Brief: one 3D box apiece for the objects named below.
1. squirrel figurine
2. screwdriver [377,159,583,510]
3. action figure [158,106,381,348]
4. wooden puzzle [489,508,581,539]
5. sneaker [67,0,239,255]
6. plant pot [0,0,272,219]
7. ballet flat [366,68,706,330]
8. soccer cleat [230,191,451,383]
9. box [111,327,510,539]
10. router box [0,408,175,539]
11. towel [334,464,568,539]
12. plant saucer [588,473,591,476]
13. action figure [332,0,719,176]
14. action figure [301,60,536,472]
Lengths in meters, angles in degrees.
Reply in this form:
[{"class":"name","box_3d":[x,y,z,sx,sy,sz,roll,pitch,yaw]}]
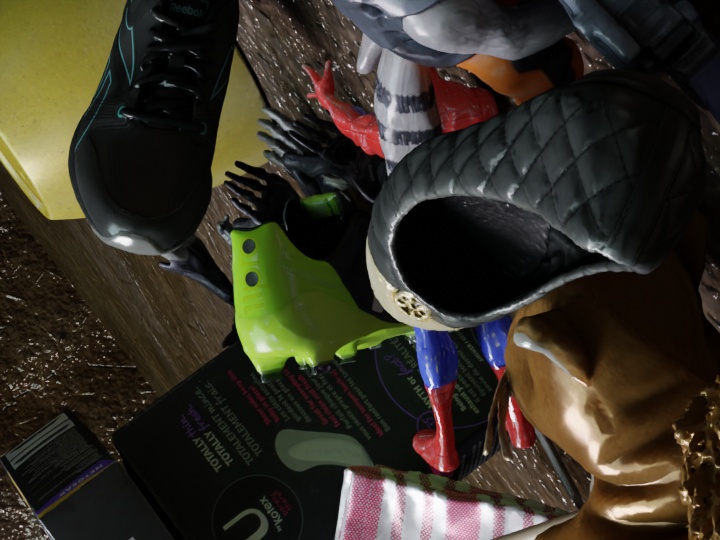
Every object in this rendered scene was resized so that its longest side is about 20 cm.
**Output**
[{"class":"squirrel figurine","box_3d":[0.133,0.072,0.706,0.200,0.141,0.188,-13,103,63]},{"class":"screwdriver","box_3d":[0.063,0.026,0.974,0.201,0.029,0.028,59,139,18]},{"class":"action figure","box_3d":[-0.050,-0.031,1.134,0.102,0.119,0.200,43,159,2]},{"class":"wooden puzzle","box_3d":[0.103,0.211,0.938,0.184,0.037,0.201,-25,92,38]},{"class":"sneaker","box_3d":[-0.102,-0.100,1.032,0.079,0.075,0.201,112,165,-53]},{"class":"plant pot","box_3d":[-0.165,-0.113,1.273,0.200,0.142,0.200,51,168,15]},{"class":"ballet flat","box_3d":[0.043,-0.011,0.648,0.066,0.057,0.200,31,158,-10]},{"class":"soccer cleat","box_3d":[0.000,0.000,0.996,0.200,0.067,0.082,-14,-86,-64]},{"class":"box","box_3d":[-0.019,0.090,1.119,0.122,0.200,0.106,51,168,15]},{"class":"router box","box_3d":[-0.111,0.180,1.108,0.201,0.052,0.157,57,169,-14]},{"class":"towel","box_3d":[0.070,0.186,1.005,0.199,0.147,0.030,12,-179,23]},{"class":"plant saucer","box_3d":[0.129,0.074,0.895,0.201,0.034,0.200,51,169,14]},{"class":"action figure","box_3d":[0.039,-0.076,0.658,0.200,0.104,0.194,49,177,28]},{"class":"action figure","box_3d":[0.028,-0.024,0.894,0.099,0.065,0.201,-128,25,-58]}]
